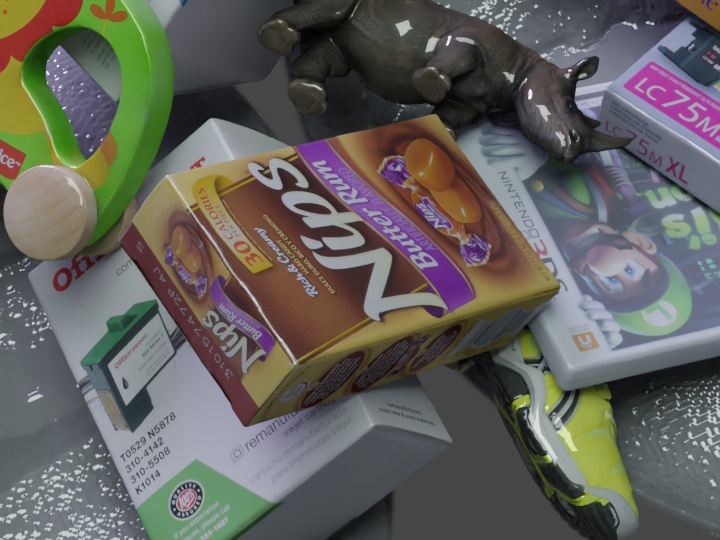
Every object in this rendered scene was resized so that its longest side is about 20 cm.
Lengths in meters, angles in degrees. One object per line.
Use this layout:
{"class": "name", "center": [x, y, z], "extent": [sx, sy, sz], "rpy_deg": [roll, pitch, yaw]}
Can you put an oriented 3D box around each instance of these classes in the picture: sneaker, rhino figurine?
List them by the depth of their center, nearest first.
{"class": "sneaker", "center": [0.104, 0.049, 1.510], "extent": [0.076, 0.075, 0.200], "rpy_deg": [-22, 65, -6]}
{"class": "rhino figurine", "center": [0.050, -0.104, 1.524], "extent": [0.199, 0.060, 0.088], "rpy_deg": [20, 37, 9]}

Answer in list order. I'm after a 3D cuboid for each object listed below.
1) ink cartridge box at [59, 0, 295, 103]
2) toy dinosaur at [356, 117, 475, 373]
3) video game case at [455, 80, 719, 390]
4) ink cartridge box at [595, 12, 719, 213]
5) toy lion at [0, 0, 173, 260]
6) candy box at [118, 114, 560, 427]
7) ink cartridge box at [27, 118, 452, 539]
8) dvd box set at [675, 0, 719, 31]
{"class": "ink cartridge box", "center": [-0.117, -0.213, 1.541], "extent": [0.200, 0.144, 0.147], "rpy_deg": [46, 119, 17]}
{"class": "toy dinosaur", "center": [0.000, 0.000, 1.543], "extent": [0.088, 0.047, 0.200], "rpy_deg": [-42, 43, 25]}
{"class": "video game case", "center": [0.162, -0.030, 1.534], "extent": [0.199, 0.023, 0.182], "rpy_deg": [-11, 54, -19]}
{"class": "ink cartridge box", "center": [0.233, -0.107, 1.571], "extent": [0.119, 0.042, 0.200], "rpy_deg": [36, 52, 20]}
{"class": "toy lion", "center": [-0.178, -0.129, 1.473], "extent": [0.200, 0.069, 0.192], "rpy_deg": [30, 103, 18]}
{"class": "candy box", "center": [-0.007, -0.003, 1.412], "extent": [0.200, 0.056, 0.117], "rpy_deg": [-17, 64, -46]}
{"class": "ink cartridge box", "center": [-0.066, 0.044, 1.491], "extent": [0.146, 0.084, 0.200], "rpy_deg": [-39, 62, 19]}
{"class": "dvd box set", "center": [0.171, -0.225, 1.591], "extent": [0.200, 0.029, 0.146], "rpy_deg": [36, 54, 8]}
